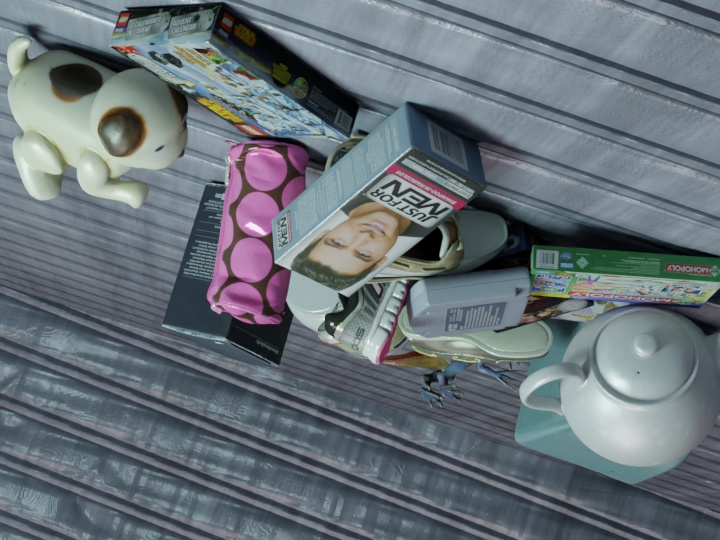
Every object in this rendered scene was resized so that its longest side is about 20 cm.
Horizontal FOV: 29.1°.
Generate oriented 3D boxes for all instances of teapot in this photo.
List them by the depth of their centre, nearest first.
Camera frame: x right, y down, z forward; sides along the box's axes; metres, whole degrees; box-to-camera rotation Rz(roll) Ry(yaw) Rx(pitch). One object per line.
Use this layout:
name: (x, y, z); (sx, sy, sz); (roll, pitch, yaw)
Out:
teapot: (0.308, 0.113, 1.544); (0.197, 0.200, 0.146); (28, 160, 22)

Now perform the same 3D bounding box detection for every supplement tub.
supplement tub: (-0.012, 0.024, 1.813); (0.144, 0.146, 0.200); (11, 167, 27)

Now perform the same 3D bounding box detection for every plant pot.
plant pot: (0.345, 0.145, 1.776); (0.195, 0.197, 0.200); (21, 160, -17)

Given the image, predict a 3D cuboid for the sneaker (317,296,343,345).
sneaker: (0.000, 0.000, 1.650); (0.082, 0.201, 0.078); (27, -160, -12)

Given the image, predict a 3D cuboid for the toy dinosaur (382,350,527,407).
toy dinosaur: (0.150, 0.094, 1.839); (0.200, 0.182, 0.105); (35, 152, -4)

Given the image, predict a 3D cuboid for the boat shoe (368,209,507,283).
boat shoe: (0.080, -0.029, 1.476); (0.199, 0.075, 0.068); (-14, 170, -28)

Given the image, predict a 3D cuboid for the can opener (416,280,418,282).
can opener: (0.140, 0.014, 1.744); (0.063, 0.079, 0.199); (18, -177, 43)

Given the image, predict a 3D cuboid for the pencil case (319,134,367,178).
pencil case: (-0.015, -0.081, 1.479); (0.077, 0.090, 0.200); (-11, 170, -13)

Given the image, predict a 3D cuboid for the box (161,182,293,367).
box: (-0.154, 0.008, 1.808); (0.104, 0.201, 0.148); (11, 167, 28)

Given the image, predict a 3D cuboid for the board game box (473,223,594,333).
board game box: (0.175, 0.013, 1.637); (0.135, 0.035, 0.200); (-18, 152, 27)

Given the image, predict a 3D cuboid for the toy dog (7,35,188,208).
toy dog: (-0.253, -0.161, 1.409); (0.199, 0.140, 0.195); (10, 130, 40)

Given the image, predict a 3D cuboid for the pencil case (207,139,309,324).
pencil case: (-0.116, -0.043, 1.523); (0.093, 0.201, 0.091); (8, 177, -19)

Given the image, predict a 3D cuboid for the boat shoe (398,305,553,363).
boat shoe: (0.149, 0.084, 1.776); (0.201, 0.072, 0.060); (8, 149, 18)

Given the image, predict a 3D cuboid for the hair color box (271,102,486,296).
hair color box: (0.015, -0.063, 1.333); (0.099, 0.061, 0.200); (25, 132, -34)

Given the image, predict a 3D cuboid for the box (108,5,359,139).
box: (-0.114, -0.179, 1.280); (0.136, 0.040, 0.200); (6, 164, 40)

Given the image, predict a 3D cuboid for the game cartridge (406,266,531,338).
game cartridge: (0.118, 0.038, 1.554); (0.132, 0.041, 0.200); (-11, 167, -1)

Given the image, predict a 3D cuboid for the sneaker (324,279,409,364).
sneaker: (0.013, 0.000, 1.538); (0.087, 0.201, 0.074); (17, 159, 3)

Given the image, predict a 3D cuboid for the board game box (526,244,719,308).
board game box: (0.280, 0.007, 1.499); (0.199, 0.029, 0.135); (4, 167, 4)

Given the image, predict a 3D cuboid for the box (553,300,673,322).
box: (0.292, 0.042, 1.716); (0.199, 0.039, 0.041); (5, 163, 46)
